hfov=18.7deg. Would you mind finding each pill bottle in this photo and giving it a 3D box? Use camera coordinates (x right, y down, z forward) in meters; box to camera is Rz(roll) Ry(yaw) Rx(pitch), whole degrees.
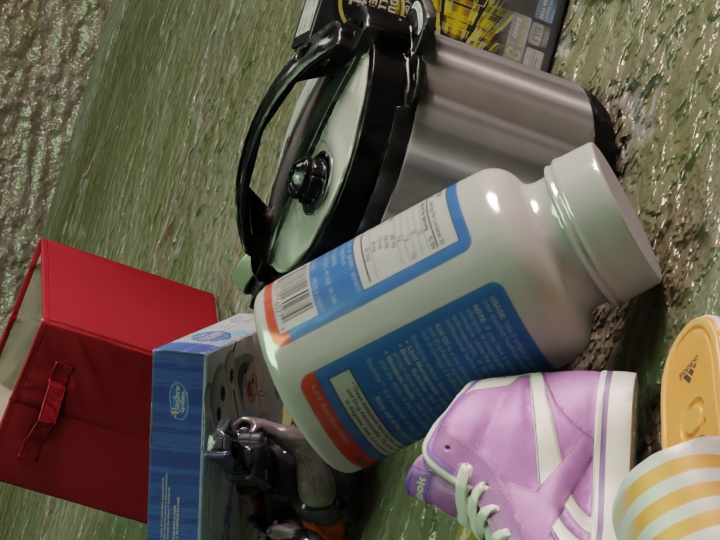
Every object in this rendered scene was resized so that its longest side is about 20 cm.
[{"bbox_3d":[0.053,0.016,1.154,0.199,0.113,0.113,-27,31,12],"label":"pill bottle"}]

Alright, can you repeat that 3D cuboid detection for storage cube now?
[{"bbox_3d":[-0.239,0.104,2.013,0.200,0.179,0.172,-109,41,-63],"label":"storage cube"}]

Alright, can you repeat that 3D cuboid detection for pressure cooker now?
[{"bbox_3d":[0.029,-0.055,1.276,0.179,0.199,0.177,149,135,-66],"label":"pressure cooker"}]

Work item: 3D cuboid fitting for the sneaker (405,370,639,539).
[{"bbox_3d":[0.075,0.134,1.055,0.073,0.113,0.201,85,-170,-45],"label":"sneaker"}]

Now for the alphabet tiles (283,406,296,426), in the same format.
[{"bbox_3d":[-0.031,0.046,1.705,0.167,0.006,0.201,-92,26,-48],"label":"alphabet tiles"}]

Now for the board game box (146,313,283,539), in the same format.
[{"bbox_3d":[-0.099,0.141,1.522,0.199,0.043,0.202,-20,-66,-75],"label":"board game box"}]

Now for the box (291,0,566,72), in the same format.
[{"bbox_3d":[0.059,-0.210,1.415,0.049,0.160,0.202,-11,61,70],"label":"box"}]

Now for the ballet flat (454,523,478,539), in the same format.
[{"bbox_3d":[0.086,0.116,1.183,0.063,0.069,0.201,-16,55,37],"label":"ballet flat"}]

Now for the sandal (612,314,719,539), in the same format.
[{"bbox_3d":[0.142,0.098,0.994,0.208,0.059,0.079,-90,25,-47],"label":"sandal"}]

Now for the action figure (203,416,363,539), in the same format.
[{"bbox_3d":[-0.031,0.109,1.465,0.200,0.104,0.195,26,-105,-76],"label":"action figure"}]

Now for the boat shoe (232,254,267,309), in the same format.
[{"bbox_3d":[0.000,0.000,1.419,0.061,0.201,0.072,49,125,18],"label":"boat shoe"}]
